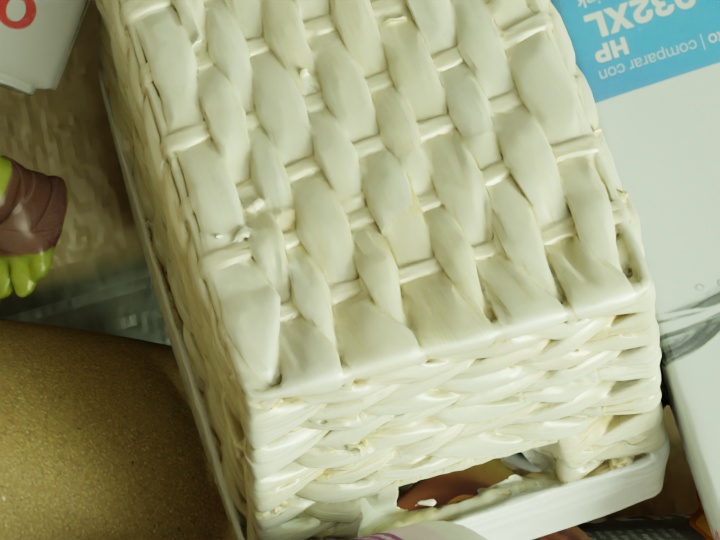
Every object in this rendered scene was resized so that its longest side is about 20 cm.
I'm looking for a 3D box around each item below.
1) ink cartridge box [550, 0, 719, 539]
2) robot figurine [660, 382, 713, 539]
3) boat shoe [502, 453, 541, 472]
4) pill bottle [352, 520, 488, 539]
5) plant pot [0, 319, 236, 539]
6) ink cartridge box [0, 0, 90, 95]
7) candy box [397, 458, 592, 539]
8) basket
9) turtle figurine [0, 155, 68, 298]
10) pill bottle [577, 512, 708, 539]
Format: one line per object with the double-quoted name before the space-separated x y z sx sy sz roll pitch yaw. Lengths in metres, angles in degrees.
"ink cartridge box" 0.127 0.003 0.893 0.083 0.145 0.201 -17 79 4
"robot figurine" 0.158 -0.004 1.000 0.145 0.058 0.200 39 87 1
"boat shoe" 0.000 0.000 0.948 0.200 0.072 0.069 39 35 5
"pill bottle" -0.048 0.143 0.775 0.199 0.112 0.113 -14 103 -23
"plant pot" -0.119 0.091 0.903 0.200 0.186 0.187 -10 102 -36
"ink cartridge box" -0.138 -0.173 0.893 0.146 0.083 0.201 21 87 -27
"candy box" 0.008 0.153 0.891 0.200 0.117 0.057 -37 155 -31
"basket" 0.003 -0.025 0.855 0.135 0.123 0.200 -15 62 -7
"turtle figurine" -0.180 -0.036 0.880 0.161 0.200 0.065 31 45 -46
"pill bottle" 0.068 0.144 1.026 0.199 0.111 0.111 0 98 -27
